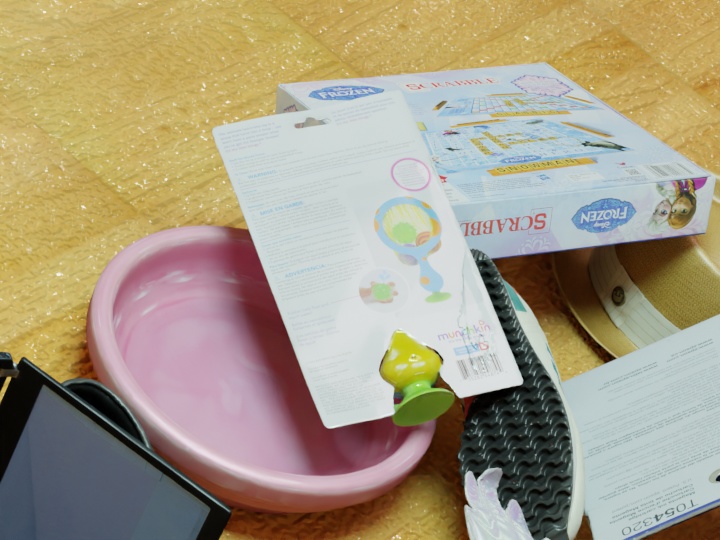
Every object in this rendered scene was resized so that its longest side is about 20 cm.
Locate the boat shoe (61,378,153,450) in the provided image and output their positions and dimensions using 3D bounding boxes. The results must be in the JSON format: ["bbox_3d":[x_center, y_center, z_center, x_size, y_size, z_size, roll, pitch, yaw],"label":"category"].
[{"bbox_3d":[-0.118,0.141,1.319,0.073,0.063,0.202,0,46,-35],"label":"boat shoe"}]

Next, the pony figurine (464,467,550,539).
[{"bbox_3d":[0.131,0.196,1.312,0.167,0.199,0.194,54,21,-45],"label":"pony figurine"}]

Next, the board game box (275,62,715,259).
[{"bbox_3d":[0.078,-0.068,1.633,0.199,0.041,0.199,-6,27,-27],"label":"board game box"}]

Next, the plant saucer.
[{"bbox_3d":[-0.058,0.060,1.461,0.199,0.051,0.201,17,37,-13],"label":"plant saucer"}]

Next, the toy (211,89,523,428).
[{"bbox_3d":[0.000,0.000,1.478,0.114,0.047,0.201,-12,57,-17],"label":"toy"}]

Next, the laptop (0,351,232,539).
[{"bbox_3d":[-0.189,0.131,1.187,0.199,0.178,0.104,0,43,-32],"label":"laptop"}]

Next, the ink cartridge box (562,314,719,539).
[{"bbox_3d":[0.211,0.083,1.469,0.200,0.195,0.043,-95,160,-64],"label":"ink cartridge box"}]

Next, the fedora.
[{"bbox_3d":[0.217,-0.001,1.676,0.199,0.082,0.201,17,37,-14],"label":"fedora"}]

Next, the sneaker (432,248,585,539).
[{"bbox_3d":[0.093,0.083,1.482,0.093,0.070,0.200,40,23,-47],"label":"sneaker"}]
